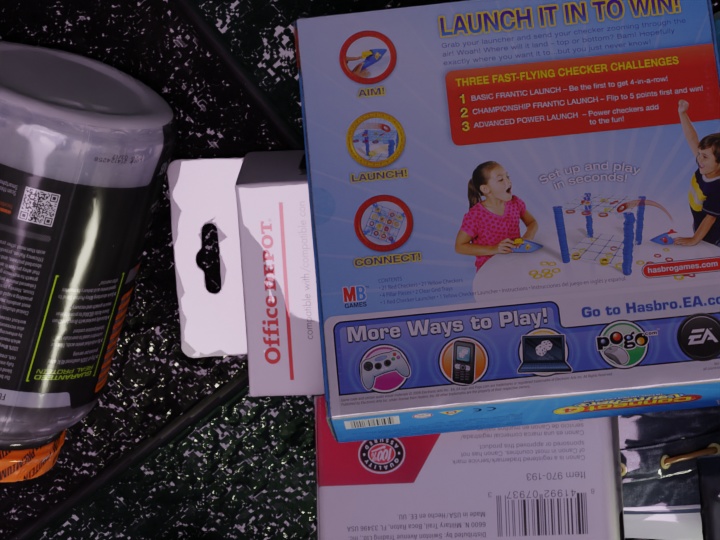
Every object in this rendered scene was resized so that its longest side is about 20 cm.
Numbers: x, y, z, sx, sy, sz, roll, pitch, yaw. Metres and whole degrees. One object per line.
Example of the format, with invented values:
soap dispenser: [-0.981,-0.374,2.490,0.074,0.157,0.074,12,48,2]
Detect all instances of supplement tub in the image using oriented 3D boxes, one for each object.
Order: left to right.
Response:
supplement tub: [-0.173,-0.003,1.054,0.122,0.123,0.200,17,108,-4]

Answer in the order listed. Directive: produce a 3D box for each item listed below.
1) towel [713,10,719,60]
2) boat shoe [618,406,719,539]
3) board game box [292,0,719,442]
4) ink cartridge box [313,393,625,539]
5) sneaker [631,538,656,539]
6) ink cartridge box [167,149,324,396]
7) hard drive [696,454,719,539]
towel: [0.248,-0.052,0.996,0.146,0.200,0.022,-6,145,4]
boat shoe: [0.103,0.091,1.109,0.200,0.071,0.091,-2,103,-1]
board game box: [0.075,-0.029,0.990,0.200,0.056,0.196,-5,73,2]
ink cartridge box: [0.057,0.159,1.032,0.145,0.083,0.200,-3,83,10]
sneaker: [0.205,0.196,1.135,0.200,0.078,0.077,4,123,5]
ink cartridge box: [0.000,0.000,1.075,0.200,0.068,0.116,-2,107,3]
hard drive: [0.263,0.146,0.994,0.200,0.033,0.140,-6,111,5]
